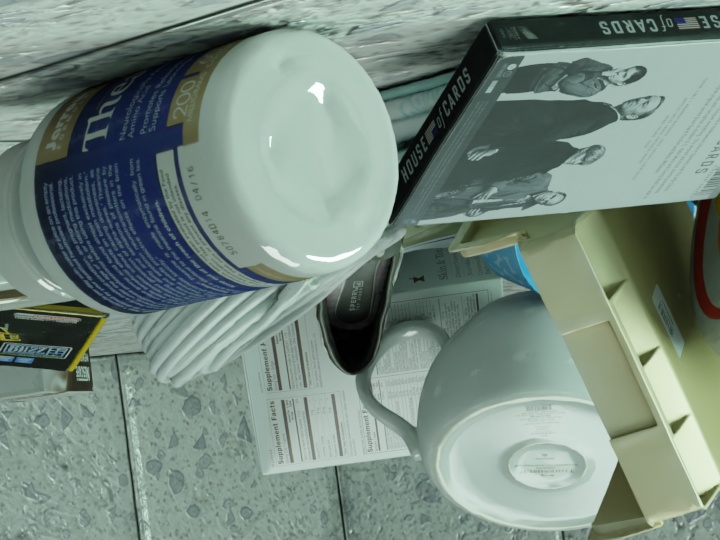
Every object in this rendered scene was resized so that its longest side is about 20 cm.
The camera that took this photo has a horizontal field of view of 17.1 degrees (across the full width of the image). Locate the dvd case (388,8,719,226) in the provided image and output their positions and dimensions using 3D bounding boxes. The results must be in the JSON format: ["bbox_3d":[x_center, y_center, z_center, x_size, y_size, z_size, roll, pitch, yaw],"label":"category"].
[{"bbox_3d":[0.125,-0.077,1.202,0.199,0.025,0.150,-6,151,-27],"label":"dvd case"}]

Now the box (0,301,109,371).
[{"bbox_3d":[-0.281,0.021,1.633,0.199,0.050,0.160,6,165,-15],"label":"box"}]

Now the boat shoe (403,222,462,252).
[{"bbox_3d":[0.011,-0.043,1.723,0.199,0.072,0.062,-13,150,23],"label":"boat shoe"}]

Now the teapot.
[{"bbox_3d":[0.129,0.082,1.706,0.200,0.146,0.197,26,134,-25],"label":"teapot"}]

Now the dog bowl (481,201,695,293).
[{"bbox_3d":[0.157,-0.039,1.691,0.200,0.112,0.049,-4,-172,-44],"label":"dog bowl"}]

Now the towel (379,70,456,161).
[{"bbox_3d":[0.084,-0.081,1.328,0.171,0.048,0.200,-3,174,-44],"label":"towel"}]

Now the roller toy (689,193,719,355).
[{"bbox_3d":[0.270,-0.027,1.371,0.139,0.183,0.200,12,-161,-11],"label":"roller toy"}]

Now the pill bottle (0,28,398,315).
[{"bbox_3d":[-0.087,-0.039,1.112,0.111,0.111,0.200,-4,174,-45],"label":"pill bottle"}]

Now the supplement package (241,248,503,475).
[{"bbox_3d":[0.009,0.043,1.848,0.199,0.151,0.152,-8,-149,0],"label":"supplement package"}]

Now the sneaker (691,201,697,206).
[{"bbox_3d":[0.316,-0.077,1.645,0.199,0.080,0.096,-9,178,16],"label":"sneaker"}]

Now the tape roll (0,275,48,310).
[{"bbox_3d":[-0.223,-0.017,1.466,0.202,0.071,0.202,-9,176,-1],"label":"tape roll"}]

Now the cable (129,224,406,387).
[{"bbox_3d":[-0.055,-0.005,1.464,0.200,0.069,0.200,-38,177,25],"label":"cable"}]

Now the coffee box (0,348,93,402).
[{"bbox_3d":[-0.303,0.060,2.143,0.080,0.113,0.200,-8,176,6],"label":"coffee box"}]

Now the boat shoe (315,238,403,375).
[{"bbox_3d":[0.000,0.000,1.660,0.067,0.057,0.200,-6,146,-7],"label":"boat shoe"}]

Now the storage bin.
[{"bbox_3d":[0.152,0.028,1.434,0.093,0.200,0.199,-19,-163,24],"label":"storage bin"}]
